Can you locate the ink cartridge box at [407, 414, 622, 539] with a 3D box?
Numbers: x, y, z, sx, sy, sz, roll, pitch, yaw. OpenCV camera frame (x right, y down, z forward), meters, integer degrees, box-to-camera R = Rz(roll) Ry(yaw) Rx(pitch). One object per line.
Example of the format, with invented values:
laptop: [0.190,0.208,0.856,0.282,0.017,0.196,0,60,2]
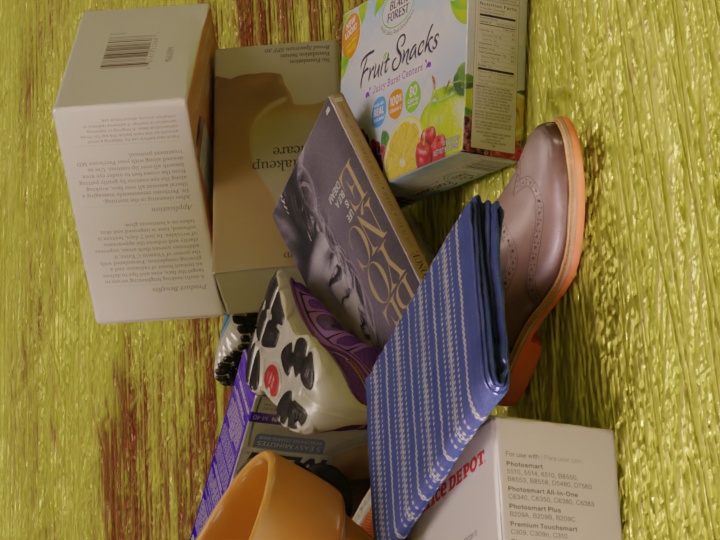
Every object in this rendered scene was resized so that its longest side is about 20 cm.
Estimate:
ink cartridge box: [0.090,0.202,1.431,0.146,0.084,0.201,133,140,-59]

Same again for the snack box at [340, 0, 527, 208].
snack box: [0.047,-0.128,1.693,0.200,0.053,0.143,160,116,-63]

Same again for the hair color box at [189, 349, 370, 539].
hair color box: [-0.055,0.160,1.833,0.065,0.108,0.201,-109,30,-53]

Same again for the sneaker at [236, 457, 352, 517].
sneaker: [-0.047,0.215,1.758,0.104,0.060,0.201,-36,-50,-59]

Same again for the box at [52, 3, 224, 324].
box: [-0.162,-0.084,1.936,0.153,0.105,0.201,-84,-11,-54]

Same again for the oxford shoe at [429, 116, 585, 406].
oxford shoe: [0.086,-0.004,1.526,0.071,0.072,0.201,-116,37,-58]

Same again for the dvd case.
dvd case: [0.000,0.000,1.725,0.201,0.016,0.149,64,149,24]

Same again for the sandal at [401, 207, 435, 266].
sandal: [0.015,0.000,1.769,0.203,0.049,0.083,-133,52,-65]

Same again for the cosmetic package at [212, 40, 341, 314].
cosmetic package: [-0.060,-0.072,1.898,0.071,0.104,0.201,77,-171,-61]

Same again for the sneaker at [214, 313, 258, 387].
sneaker: [-0.077,0.012,2.003,0.200,0.078,0.090,120,154,-49]

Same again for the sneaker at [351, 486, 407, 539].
sneaker: [0.017,0.209,1.675,0.200,0.073,0.077,112,141,-50]

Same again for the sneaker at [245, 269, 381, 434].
sneaker: [-0.026,0.066,1.713,0.200,0.083,0.081,-123,50,-62]

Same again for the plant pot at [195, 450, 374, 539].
plant pot: [-0.024,0.243,1.555,0.201,0.182,0.200,-59,10,17]

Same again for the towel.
towel: [0.046,0.068,1.473,0.200,0.024,0.146,118,156,-48]
